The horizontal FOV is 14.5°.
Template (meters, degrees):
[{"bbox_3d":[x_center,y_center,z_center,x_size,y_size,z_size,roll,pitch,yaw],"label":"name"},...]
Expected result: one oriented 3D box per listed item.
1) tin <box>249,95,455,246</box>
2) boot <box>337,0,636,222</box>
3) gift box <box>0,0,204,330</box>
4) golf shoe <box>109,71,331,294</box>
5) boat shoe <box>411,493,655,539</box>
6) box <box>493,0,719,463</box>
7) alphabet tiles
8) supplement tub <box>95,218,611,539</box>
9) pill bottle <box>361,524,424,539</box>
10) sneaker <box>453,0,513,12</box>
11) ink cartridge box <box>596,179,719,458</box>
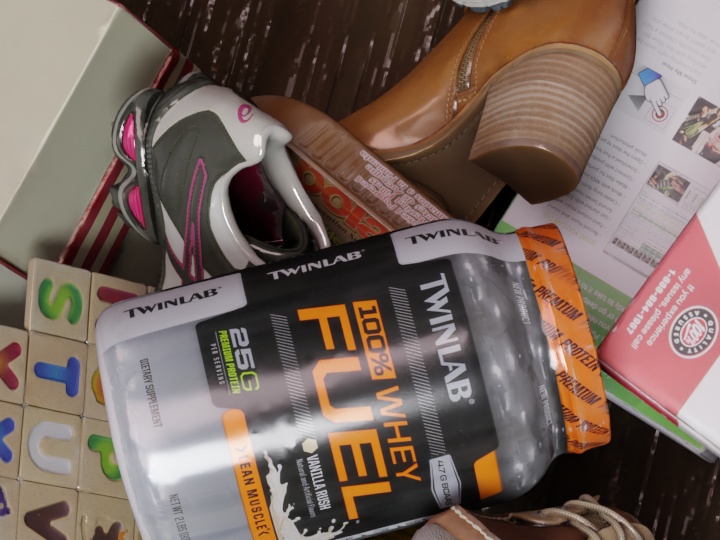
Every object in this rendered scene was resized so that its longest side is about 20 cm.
[{"bbox_3d":[0.000,0.000,1.300,0.200,0.112,0.042,40,54,11],"label":"tin"},{"bbox_3d":[0.055,-0.097,1.333,0.199,0.074,0.155,-7,52,43],"label":"boot"},{"bbox_3d":[-0.176,-0.045,1.339,0.199,0.184,0.187,28,86,31],"label":"gift box"},{"bbox_3d":[-0.053,0.011,1.260,0.077,0.201,0.088,-34,33,-32],"label":"golf shoe"},{"bbox_3d":[0.087,0.126,1.196,0.076,0.200,0.072,40,94,31],"label":"boat shoe"},{"bbox_3d":[0.153,-0.033,1.302,0.144,0.036,0.201,32,88,23],"label":"box"},{"bbox_3d":[-0.102,0.088,1.282,0.006,0.199,0.167,-12,70,44],"label":"alphabet tiles"},{"bbox_3d":[-0.003,0.050,1.182,0.199,0.123,0.123,-15,72,-1],"label":"supplement tub"},{"bbox_3d":[-0.013,0.173,1.208,0.110,0.200,0.112,1,96,14],"label":"pill bottle"},{"bbox_3d":[0.031,-0.185,1.308,0.078,0.086,0.200,-49,36,-4],"label":"sneaker"},{"bbox_3d":[0.222,0.040,1.210,0.200,0.083,0.147,37,90,9],"label":"ink cartridge box"}]
